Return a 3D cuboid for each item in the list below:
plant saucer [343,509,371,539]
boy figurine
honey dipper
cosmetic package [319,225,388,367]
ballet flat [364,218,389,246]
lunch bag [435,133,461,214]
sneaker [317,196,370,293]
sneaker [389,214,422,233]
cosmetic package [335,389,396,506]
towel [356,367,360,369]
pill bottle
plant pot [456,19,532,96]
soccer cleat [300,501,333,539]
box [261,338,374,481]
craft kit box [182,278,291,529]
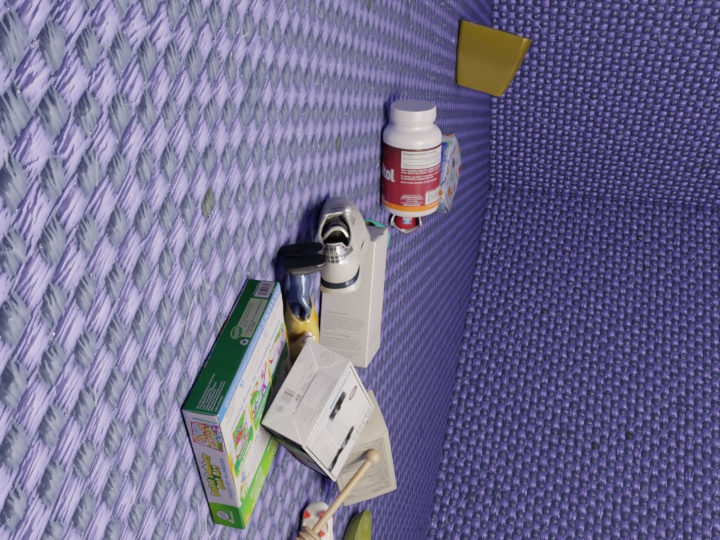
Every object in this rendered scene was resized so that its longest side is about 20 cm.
[{"bbox_3d":[-0.015,0.581,1.716,0.200,0.031,0.203,7,90,-78],"label":"plant saucer"},{"bbox_3d":[-0.069,0.071,1.102,0.125,0.063,0.202,-110,-165,-64],"label":"boy figurine"},{"bbox_3d":[-0.035,0.354,1.289,0.200,0.038,0.038,-48,155,-16],"label":"honey dipper"},{"bbox_3d":[-0.010,0.036,1.334,0.108,0.084,0.203,-41,136,-72],"label":"cosmetic package"},{"bbox_3d":[0.000,0.000,1.438,0.070,0.067,0.202,42,51,-45],"label":"ballet flat"},{"bbox_3d":[0.202,-0.249,2.151,0.160,0.075,0.203,35,63,-73],"label":"lunch bag"},{"bbox_3d":[-0.028,-0.055,1.179,0.201,0.075,0.081,-96,175,-55],"label":"sneaker"},{"bbox_3d":[0.098,-0.160,1.740,0.201,0.070,0.114,82,16,-55],"label":"sneaker"},{"bbox_3d":[-0.005,0.293,1.398,0.201,0.102,0.088,83,-12,-50],"label":"cosmetic package"},{"bbox_3d":[0.016,0.081,1.545,0.201,0.022,0.145,94,9,-63],"label":"towel"},{"bbox_3d":[0.096,-0.213,1.609,0.113,0.111,0.202,-59,153,-60],"label":"pill bottle"},{"bbox_3d":[0.376,-0.616,2.498,0.200,0.198,0.179,-45,152,-70],"label":"plant pot"},{"bbox_3d":[-0.072,0.464,1.328,0.078,0.068,0.203,69,27,-70],"label":"soccer cleat"},{"bbox_3d":[-0.046,0.177,1.053,0.117,0.060,0.200,-60,161,-19],"label":"box"},{"bbox_3d":[-0.128,0.149,0.966,0.201,0.048,0.199,-69,159,-47],"label":"craft kit box"}]
